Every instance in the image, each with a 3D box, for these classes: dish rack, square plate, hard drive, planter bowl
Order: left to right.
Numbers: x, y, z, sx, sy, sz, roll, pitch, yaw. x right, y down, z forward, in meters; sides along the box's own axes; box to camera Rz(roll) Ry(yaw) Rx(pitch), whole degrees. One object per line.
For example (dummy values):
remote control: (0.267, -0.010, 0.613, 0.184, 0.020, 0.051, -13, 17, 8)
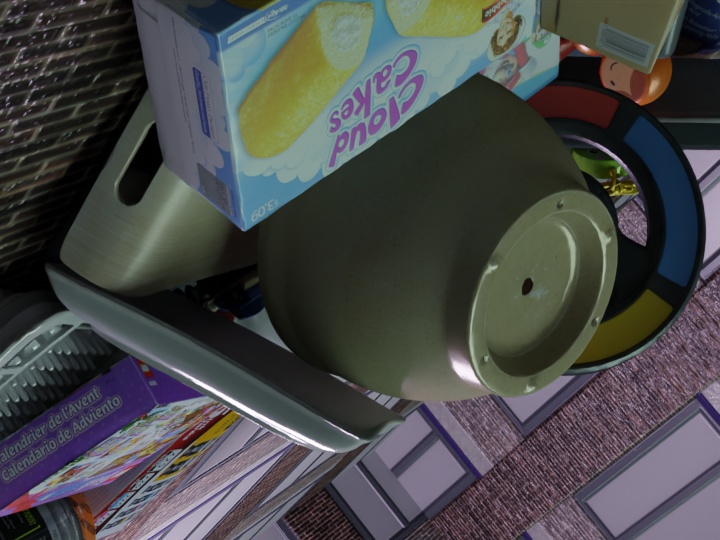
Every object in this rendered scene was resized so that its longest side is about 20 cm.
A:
dish rack: (-0.221, 0.070, 0.819, 0.171, 0.044, 0.200, -42, 170, 4)
square plate: (-0.073, 0.055, 0.785, 0.029, 0.196, 0.200, -62, 172, 1)
planter bowl: (0.059, -0.010, 0.760, 0.199, 0.134, 0.203, -21, 123, -36)
hard drive: (0.217, -0.135, 1.074, 0.140, 0.197, 0.033, -88, 178, -62)

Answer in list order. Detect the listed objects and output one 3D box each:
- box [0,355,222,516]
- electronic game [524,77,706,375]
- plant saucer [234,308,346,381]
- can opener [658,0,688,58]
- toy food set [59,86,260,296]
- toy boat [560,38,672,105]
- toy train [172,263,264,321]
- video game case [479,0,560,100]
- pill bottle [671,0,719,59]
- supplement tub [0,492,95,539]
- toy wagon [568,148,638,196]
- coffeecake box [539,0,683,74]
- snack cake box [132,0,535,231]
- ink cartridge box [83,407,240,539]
box: (-0.164, 0.105, 0.909, 0.136, 0.039, 0.200, -34, 172, 9)
electronic game: (0.134, -0.031, 0.900, 0.199, 0.201, 0.042, -38, 174, -8)
plant saucer: (0.000, 0.000, 0.938, 0.200, 0.200, 0.050, -41, -150, 8)
can opener: (0.199, -0.227, 0.847, 0.202, 0.052, 0.067, 94, 18, -44)
toy food set: (-0.075, -0.070, 0.758, 0.144, 0.060, 0.200, -57, 166, 20)
toy boat: (0.171, -0.173, 0.969, 0.199, 0.131, 0.131, -39, 170, -6)
toy train: (-0.112, 0.030, 0.934, 0.034, 0.046, 0.200, -31, 179, -36)
video game case: (0.068, -0.154, 0.808, 0.143, 0.018, 0.201, -37, 149, -19)
pill bottle: (0.302, -0.269, 1.097, 0.110, 0.111, 0.200, -31, 166, -40)
supplement tub: (-0.289, 0.216, 0.960, 0.123, 0.123, 0.199, -46, 168, 32)
toy wagon: (0.181, -0.119, 1.119, 0.153, 0.201, 0.040, -5, 118, -11)
coffeecake box: (0.164, -0.224, 0.687, 0.154, 0.072, 0.202, 46, 68, -80)
snack cake box: (-0.004, -0.123, 0.623, 0.199, 0.067, 0.116, -36, 145, -26)
ink cartridge box: (-0.173, 0.130, 1.129, 0.200, 0.084, 0.175, -43, 170, 9)
